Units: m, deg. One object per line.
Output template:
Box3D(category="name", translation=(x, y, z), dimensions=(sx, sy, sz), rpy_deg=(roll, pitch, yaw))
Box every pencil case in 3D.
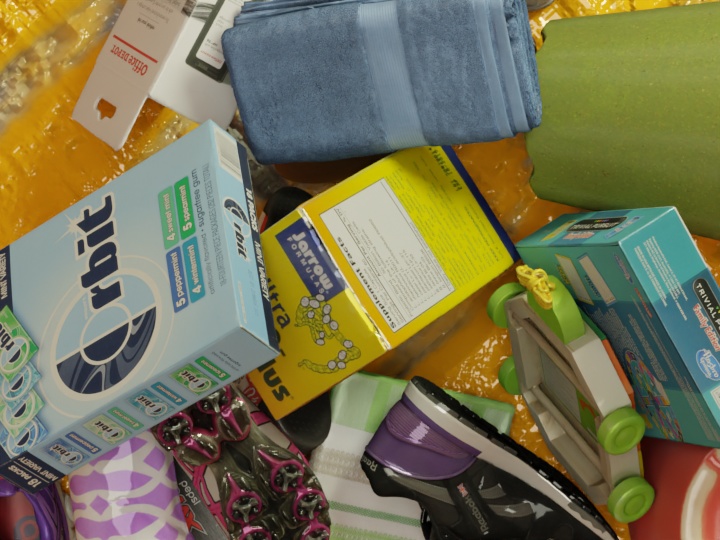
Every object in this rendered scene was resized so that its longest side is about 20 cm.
Box3D(category="pencil case", translation=(-0.160, 0.108, 1.693), dimensions=(0.085, 0.084, 0.202), rpy_deg=(-6, 91, -17))

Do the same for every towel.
Box3D(category="towel", translation=(0.025, 0.177, 1.737), dimensions=(0.148, 0.031, 0.202), rpy_deg=(13, 93, -27))
Box3D(category="towel", translation=(0.015, -0.131, 1.647), dimensions=(0.198, 0.049, 0.112), rpy_deg=(-6, 114, 12))

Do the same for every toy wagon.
Box3D(category="toy wagon", translation=(0.140, 0.070, 1.674), dimensions=(0.039, 0.201, 0.155), rpy_deg=(-27, 46, -14))

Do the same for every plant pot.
Box3D(category="plant pot", translation=(0.213, -0.104, 1.687), dimensions=(0.188, 0.200, 0.202), rpy_deg=(5, 92, 16))
Box3D(category="plant pot", translation=(0.277, 0.162, 1.680), dimensions=(0.199, 0.177, 0.202), rpy_deg=(0, 91, 4))

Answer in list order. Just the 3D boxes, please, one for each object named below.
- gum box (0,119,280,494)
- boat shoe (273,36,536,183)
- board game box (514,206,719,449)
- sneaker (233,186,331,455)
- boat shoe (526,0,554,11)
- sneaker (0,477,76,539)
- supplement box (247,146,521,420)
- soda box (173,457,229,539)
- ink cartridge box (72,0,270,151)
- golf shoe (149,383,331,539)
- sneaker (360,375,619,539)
Box3D(category="gum box", translation=(-0.152, 0.023, 1.592), dimensions=(0.199, 0.044, 0.171), rpy_deg=(-30, 48, 22))
Box3D(category="boat shoe", translation=(0.028, -0.124, 1.749), dimensions=(0.199, 0.071, 0.071), rpy_deg=(-20, 52, 1))
Box3D(category="board game box", translation=(0.185, 0.036, 1.634), dimensions=(0.047, 0.200, 0.152), rpy_deg=(-31, 98, -13))
Box3D(category="sneaker", translation=(-0.072, 0.047, 1.751), dimensions=(0.067, 0.108, 0.203), rpy_deg=(18, 57, -32))
Box3D(category="boat shoe", translation=(0.052, -0.243, 1.737), dimensions=(0.199, 0.070, 0.071), rpy_deg=(33, 93, 2))
Box3D(category="sneaker", translation=(-0.248, 0.127, 1.758), dimensions=(0.080, 0.083, 0.201), rpy_deg=(-20, 89, 3))
Box3D(category="supplement box", translation=(0.000, 0.000, 1.670), dimensions=(0.109, 0.200, 0.109), rpy_deg=(-34, 89, 34))
Box3D(category="soda box", translation=(-0.127, 0.161, 1.761), dimensions=(0.070, 0.063, 0.201), rpy_deg=(-32, 90, 3))
Box3D(category="ink cartridge box", translation=(-0.112, -0.169, 1.721), dimensions=(0.068, 0.116, 0.201), rpy_deg=(27, 94, -28))
Box3D(category="golf shoe", translation=(-0.083, 0.119, 1.657), dimensions=(0.072, 0.092, 0.201), rpy_deg=(-34, 122, -4))
Box3D(category="sneaker", translation=(0.086, 0.159, 1.724), dimensions=(0.199, 0.076, 0.088), rpy_deg=(36, 96, -19))
